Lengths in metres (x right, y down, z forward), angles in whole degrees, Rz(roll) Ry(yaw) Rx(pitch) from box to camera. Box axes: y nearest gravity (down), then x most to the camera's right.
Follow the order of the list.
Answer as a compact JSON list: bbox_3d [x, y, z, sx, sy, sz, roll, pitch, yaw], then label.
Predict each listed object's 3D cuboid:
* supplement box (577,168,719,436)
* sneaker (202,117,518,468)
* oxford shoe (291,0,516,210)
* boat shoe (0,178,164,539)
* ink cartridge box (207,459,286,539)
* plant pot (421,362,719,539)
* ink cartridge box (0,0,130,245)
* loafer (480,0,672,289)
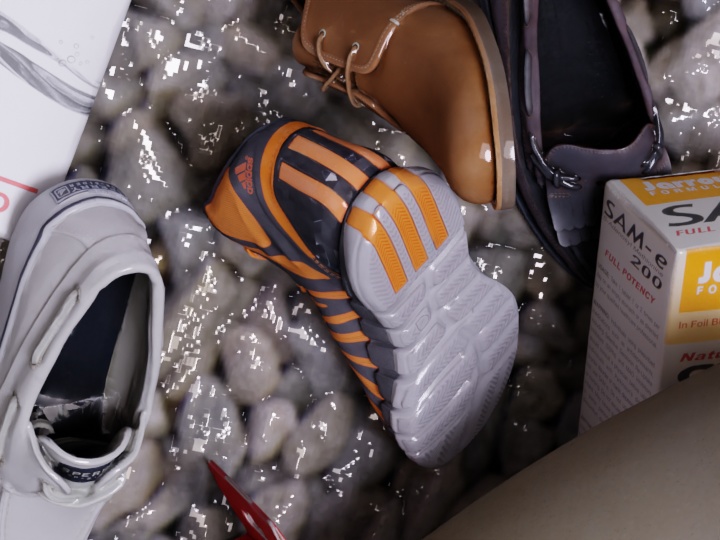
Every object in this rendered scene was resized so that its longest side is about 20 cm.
[{"bbox_3d":[0.170,0.056,1.015,0.125,0.074,0.201,-8,120,-18],"label":"supplement box"},{"bbox_3d":[0.000,0.000,0.975,0.078,0.112,0.201,-44,145,-21],"label":"sneaker"},{"bbox_3d":[0.013,-0.081,0.906,0.071,0.200,0.072,-11,124,-13],"label":"oxford shoe"},{"bbox_3d":[-0.118,0.062,0.911,0.071,0.066,0.201,1,124,-32],"label":"boat shoe"},{"bbox_3d":[-0.035,0.193,0.972,0.067,0.116,0.201,-29,107,-12],"label":"ink cartridge box"},{"bbox_3d":[0.103,0.148,0.916,0.199,0.188,0.188,-19,109,19],"label":"plant pot"},{"bbox_3d":[-0.166,-0.085,0.901,0.115,0.068,0.201,19,93,-22],"label":"ink cartridge box"},{"bbox_3d":[0.097,-0.071,0.990,0.071,0.063,0.201,-20,113,-5],"label":"loafer"}]
